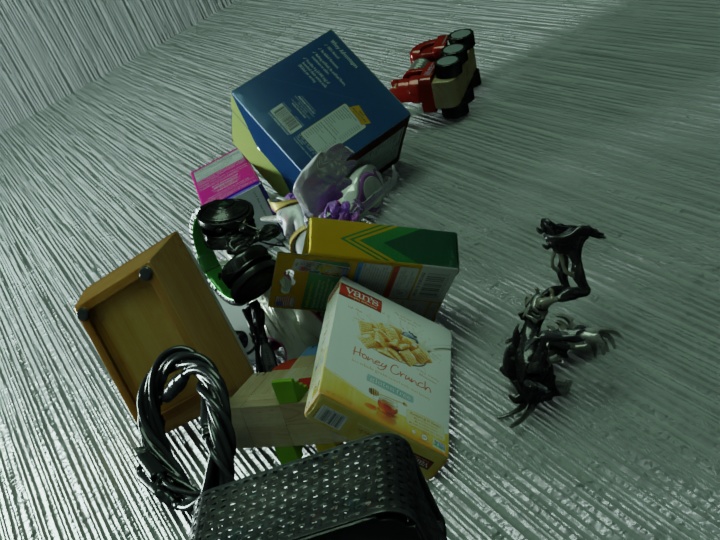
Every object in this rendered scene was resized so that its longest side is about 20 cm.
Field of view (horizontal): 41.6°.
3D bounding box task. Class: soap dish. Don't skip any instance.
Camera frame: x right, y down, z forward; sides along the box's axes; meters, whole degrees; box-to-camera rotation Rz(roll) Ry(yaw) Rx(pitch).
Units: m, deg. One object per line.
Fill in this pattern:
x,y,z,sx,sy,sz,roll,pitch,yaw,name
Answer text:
-0.229,0.081,1.097,0.156,0.202,0.081,-27,3,25,soap dish

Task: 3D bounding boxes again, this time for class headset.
-0.148,-0.021,1.070,0.093,0.125,0.199,-27,5,-33,headset

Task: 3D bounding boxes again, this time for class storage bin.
-0.033,0.236,0.777,0.197,0.136,0.094,-20,28,9,storage bin

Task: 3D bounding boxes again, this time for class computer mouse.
-0.180,0.112,1.160,0.198,0.111,0.044,-18,7,30,computer mouse

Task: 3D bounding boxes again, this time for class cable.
-0.176,0.171,0.993,0.050,0.166,0.199,11,5,-39,cable

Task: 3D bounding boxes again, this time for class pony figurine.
-0.038,-0.054,1.229,0.192,0.166,0.202,-34,59,22,pony figurine

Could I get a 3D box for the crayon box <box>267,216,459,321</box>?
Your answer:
0.000,0.000,1.065,0.197,0.126,0.052,5,59,-9,crayon box

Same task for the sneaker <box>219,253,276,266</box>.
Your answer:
-0.201,0.043,1.301,0.198,0.075,0.107,-23,29,3,sneaker

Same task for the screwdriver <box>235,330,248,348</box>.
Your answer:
-0.228,0.094,1.220,0.197,0.028,0.029,-4,40,30,screwdriver

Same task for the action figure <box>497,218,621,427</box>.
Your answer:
0.194,0.057,0.917,0.101,0.203,0.119,13,2,-4,action figure

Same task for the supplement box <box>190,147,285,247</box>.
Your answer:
-0.198,-0.109,1.523,0.102,0.102,0.200,-27,28,-2,supplement box

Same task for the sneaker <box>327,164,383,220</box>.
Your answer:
-0.034,-0.092,1.390,0.098,0.076,0.201,-2,36,35,sneaker

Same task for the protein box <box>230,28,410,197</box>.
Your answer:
-0.064,-0.221,1.468,0.199,0.135,0.199,-36,74,-21,protein box

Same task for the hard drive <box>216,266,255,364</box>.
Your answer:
-0.204,0.064,1.248,0.197,0.025,0.134,-10,68,27,hard drive

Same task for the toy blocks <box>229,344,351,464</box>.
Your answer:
-0.051,0.131,1.034,0.197,0.101,0.137,-9,20,28,toy blocks

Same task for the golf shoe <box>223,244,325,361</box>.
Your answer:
-0.113,0.040,1.158,0.200,0.075,0.092,43,101,26,golf shoe

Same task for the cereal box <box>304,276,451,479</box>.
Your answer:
0.024,0.101,0.964,0.040,0.143,0.201,-56,14,31,cereal box

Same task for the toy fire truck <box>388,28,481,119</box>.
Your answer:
0.099,-0.320,1.646,0.197,0.130,0.177,-1,35,20,toy fire truck
